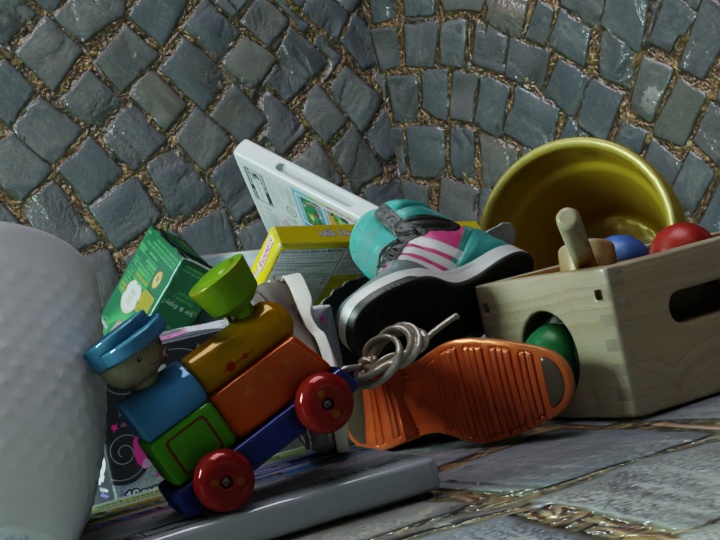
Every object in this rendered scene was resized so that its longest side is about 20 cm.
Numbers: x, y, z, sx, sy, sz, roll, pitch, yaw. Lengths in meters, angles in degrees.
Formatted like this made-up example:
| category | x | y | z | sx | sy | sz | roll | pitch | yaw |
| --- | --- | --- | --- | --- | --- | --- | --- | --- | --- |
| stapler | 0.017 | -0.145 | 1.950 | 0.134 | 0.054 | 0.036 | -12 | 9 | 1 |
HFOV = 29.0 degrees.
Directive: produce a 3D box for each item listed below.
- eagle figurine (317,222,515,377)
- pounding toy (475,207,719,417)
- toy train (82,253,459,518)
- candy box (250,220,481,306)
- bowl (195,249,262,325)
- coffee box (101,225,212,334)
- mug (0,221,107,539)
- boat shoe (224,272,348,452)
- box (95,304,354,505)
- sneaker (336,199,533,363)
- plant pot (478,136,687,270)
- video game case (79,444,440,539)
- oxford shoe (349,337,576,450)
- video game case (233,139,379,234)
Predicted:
| category | x | y | z | sx | sy | sz | roll | pitch | yaw |
| --- | --- | --- | --- | --- | --- | --- | --- | --- | --- |
| eagle figurine | 0.058 | 0.055 | 1.174 | 0.199 | 0.152 | 0.151 | -7 | 23 | 17 |
| pounding toy | 0.180 | 0.021 | 0.972 | 0.199 | 0.143 | 0.184 | -13 | 1 | -29 |
| toy train | -0.051 | 0.038 | 0.793 | 0.200 | 0.116 | 0.085 | -37 | 11 | -16 |
| candy box | 0.000 | 0.000 | 1.178 | 0.199 | 0.026 | 0.102 | -2 | -40 | -31 |
| bowl | -0.097 | 0.034 | 1.299 | 0.200 | 0.106 | 0.201 | -5 | 0 | 0 |
| coffee box | -0.202 | 0.067 | 1.228 | 0.044 | 0.201 | 0.123 | 28 | 3 | -27 |
| mug | -0.223 | 0.101 | 0.801 | 0.147 | 0.176 | 0.200 | 3 | -39 | -21 |
| boat shoe | -0.051 | 0.063 | 0.926 | 0.059 | 0.072 | 0.200 | -9 | 28 | -10 |
| box | -0.123 | 0.099 | 1.053 | 0.199 | 0.115 | 0.132 | -13 | 1 | -29 |
| sneaker | 0.027 | 0.001 | 1.051 | 0.121 | 0.084 | 0.200 | 27 | 28 | 36 |
| plant pot | 0.241 | -0.015 | 1.409 | 0.200 | 0.202 | 0.189 | -12 | -15 | 22 |
| video game case | -0.077 | 0.142 | 0.837 | 0.199 | 0.022 | 0.182 | -13 | 2 | -22 |
| oxford shoe | 0.077 | 0.082 | 0.968 | 0.073 | 0.072 | 0.200 | -7 | -3 | -45 |
| video game case | -0.021 | -0.025 | 1.302 | 0.182 | 0.024 | 0.200 | 28 | -22 | 25 |
